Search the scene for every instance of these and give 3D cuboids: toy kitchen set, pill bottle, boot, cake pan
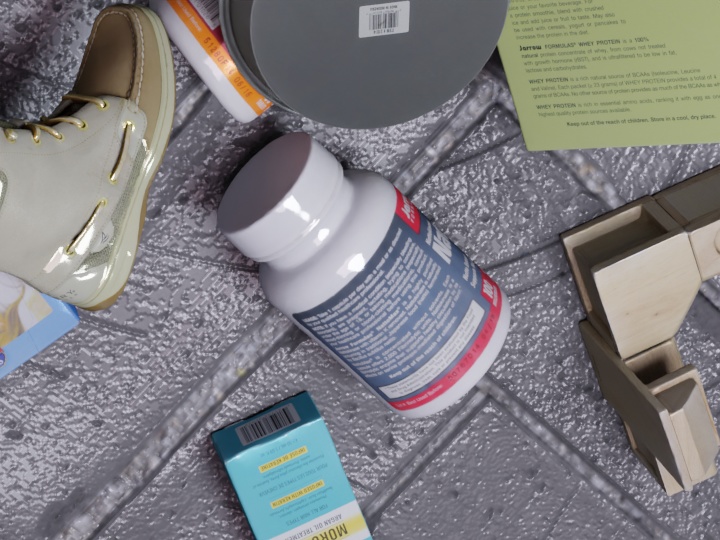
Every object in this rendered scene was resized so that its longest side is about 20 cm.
[{"bbox_3d":[0.275,0.054,1.851,0.180,0.163,0.201,-24,117,-6],"label":"toy kitchen set"},{"bbox_3d":[0.000,0.000,1.765,0.120,0.120,0.200,-45,117,5],"label":"pill bottle"},{"bbox_3d":[-0.035,-0.200,1.686,0.200,0.110,0.110,-38,117,2],"label":"pill bottle"},{"bbox_3d":[-0.201,-0.087,1.588,0.154,0.072,0.201,18,80,-45],"label":"boot"},{"bbox_3d":[0.009,-0.173,1.615,0.199,0.037,0.201,-9,127,-12],"label":"cake pan"}]

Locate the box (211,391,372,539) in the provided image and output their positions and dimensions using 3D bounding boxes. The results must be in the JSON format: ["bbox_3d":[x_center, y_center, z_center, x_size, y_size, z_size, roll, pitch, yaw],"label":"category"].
[{"bbox_3d":[-0.037,0.197,1.884,0.082,0.049,0.201,-24,116,-5],"label":"box"}]

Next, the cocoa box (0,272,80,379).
[{"bbox_3d":[-0.310,0.021,1.686,0.200,0.131,0.134,-35,117,0],"label":"cocoa box"}]

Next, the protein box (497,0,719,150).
[{"bbox_3d":[0.197,-0.200,1.668,0.135,0.198,0.201,-39,119,-44],"label":"protein box"}]
